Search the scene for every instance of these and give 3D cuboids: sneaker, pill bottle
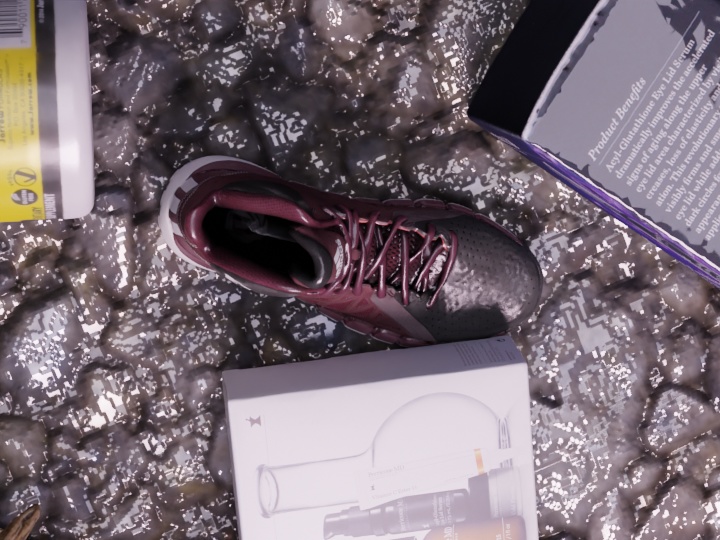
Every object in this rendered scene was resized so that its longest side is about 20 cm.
[{"bbox_3d":[0.000,0.000,1.007,0.198,0.116,0.076,12,96,-9],"label":"sneaker"},{"bbox_3d":[-0.224,-0.076,0.970,0.198,0.111,0.113,-2,98,-7],"label":"pill bottle"}]

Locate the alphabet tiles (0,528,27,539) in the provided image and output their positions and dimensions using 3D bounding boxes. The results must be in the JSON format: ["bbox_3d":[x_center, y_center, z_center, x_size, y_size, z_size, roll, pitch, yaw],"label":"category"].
[{"bbox_3d":[-0.282,0.174,1.049,0.199,0.008,0.168,27,94,-10],"label":"alphabet tiles"}]

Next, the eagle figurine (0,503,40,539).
[{"bbox_3d":[-0.139,0.228,0.983,0.200,0.151,0.152,41,83,6],"label":"eagle figurine"}]

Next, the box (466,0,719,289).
[{"bbox_3d":[0.167,-0.060,1.006,0.199,0.148,0.105,33,93,-9],"label":"box"}]

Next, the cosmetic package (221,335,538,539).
[{"bbox_3d":[0.014,0.143,1.051,0.149,0.052,0.202,-7,106,-4],"label":"cosmetic package"}]
